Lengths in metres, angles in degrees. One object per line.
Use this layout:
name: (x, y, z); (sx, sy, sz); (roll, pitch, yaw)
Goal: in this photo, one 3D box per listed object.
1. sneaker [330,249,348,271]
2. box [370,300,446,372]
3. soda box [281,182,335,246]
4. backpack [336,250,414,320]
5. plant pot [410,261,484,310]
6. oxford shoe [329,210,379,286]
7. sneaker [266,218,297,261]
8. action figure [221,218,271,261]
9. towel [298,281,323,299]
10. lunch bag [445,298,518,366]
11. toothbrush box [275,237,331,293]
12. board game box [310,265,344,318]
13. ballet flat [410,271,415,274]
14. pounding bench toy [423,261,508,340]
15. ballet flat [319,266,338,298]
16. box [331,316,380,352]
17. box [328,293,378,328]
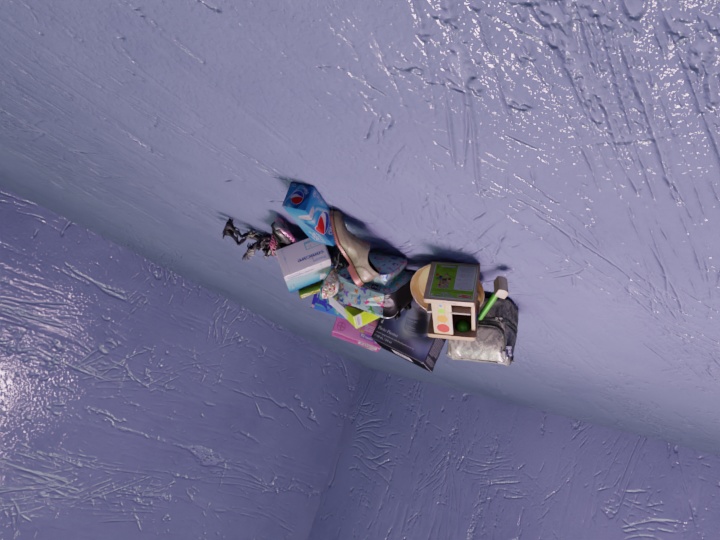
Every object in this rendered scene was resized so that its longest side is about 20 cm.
sneaker: (0.000, 0.000, 1.630); (0.195, 0.079, 0.086); (24, 174, -2)
box: (0.168, 0.173, 1.718); (0.196, 0.202, 0.123); (21, 166, 29)
soda box: (-0.115, -0.133, 1.340); (0.066, 0.066, 0.200); (14, 164, 22)
backpack: (0.033, 0.034, 1.486); (0.195, 0.155, 0.177); (8, -159, 29)
plant pot: (0.228, 0.047, 1.448); (0.194, 0.028, 0.203); (11, 136, 10)
oxford shoe: (-0.015, -0.065, 1.359); (0.073, 0.071, 0.204); (-21, 109, 13)
sneaker: (-0.234, -0.078, 1.593); (0.080, 0.094, 0.201); (57, 175, 19)
action figure: (-0.345, -0.081, 1.751); (0.196, 0.104, 0.119); (25, 153, -10)
towel: (-0.101, 0.039, 1.725); (0.194, 0.019, 0.086); (-17, -158, -6)
lunch bag: (0.343, 0.175, 1.549); (0.195, 0.173, 0.139); (0, 163, 31)
toothbrush box: (-0.164, -0.017, 1.625); (0.143, 0.087, 0.200); (-21, 167, -6)
board game box: (-0.051, 0.076, 1.795); (0.195, 0.157, 0.045); (15, 178, 17)
ballet flat: (0.163, 0.047, 1.563); (0.196, 0.070, 0.075); (13, -154, 34)
pounding bench toy: (0.266, 0.085, 1.359); (0.194, 0.126, 0.159); (3, 135, 18)
ballet flat: (-0.062, 0.021, 1.632); (0.062, 0.201, 0.078); (10, 121, 12)
box: (0.013, 0.148, 1.871); (0.171, 0.205, 0.097); (20, 165, 1)
box: (-0.011, 0.088, 1.612); (0.199, 0.120, 0.049); (35, 144, 55)
